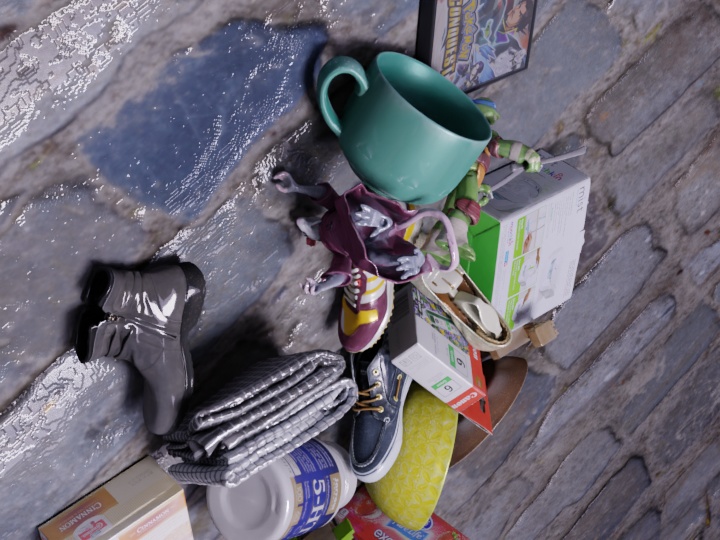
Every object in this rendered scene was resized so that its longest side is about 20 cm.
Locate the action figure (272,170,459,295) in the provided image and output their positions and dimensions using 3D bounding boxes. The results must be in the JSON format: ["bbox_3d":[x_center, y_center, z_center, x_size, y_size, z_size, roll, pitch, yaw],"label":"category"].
[{"bbox_3d":[-0.006,-0.051,1.454,0.147,0.200,0.136,-12,98,-23],"label":"action figure"}]

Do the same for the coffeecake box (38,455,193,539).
[{"bbox_3d":[-0.270,0.338,1.542,0.153,0.073,0.202,-31,138,-29],"label":"coffeecake box"}]

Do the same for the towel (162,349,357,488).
[{"bbox_3d":[-0.120,0.159,1.500,0.199,0.165,0.086,-29,98,-27],"label":"towel"}]

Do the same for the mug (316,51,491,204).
[{"bbox_3d":[0.038,-0.155,1.461,0.115,0.184,0.152,-54,174,26],"label":"mug"}]

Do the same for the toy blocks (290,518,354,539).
[{"bbox_3d":[-0.055,0.432,1.809,0.200,0.100,0.137,-42,127,3],"label":"toy blocks"}]

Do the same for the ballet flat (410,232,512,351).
[{"bbox_3d":[0.122,0.023,1.675,0.200,0.062,0.068,45,71,-21],"label":"ballet flat"}]

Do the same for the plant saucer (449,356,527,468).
[{"bbox_3d":[0.151,0.188,1.854,0.201,0.037,0.201,-48,-172,9],"label":"plant saucer"}]

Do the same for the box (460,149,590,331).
[{"bbox_3d":[0.205,-0.030,1.773,0.175,0.096,0.202,-27,135,-33],"label":"box"}]

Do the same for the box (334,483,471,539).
[{"bbox_3d":[0.068,0.384,1.850,0.095,0.199,0.100,-41,142,-24],"label":"box"}]

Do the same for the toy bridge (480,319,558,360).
[{"bbox_3d":[0.202,0.097,1.825,0.067,0.199,0.027,-28,91,-34],"label":"toy bridge"}]

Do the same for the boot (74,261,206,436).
[{"bbox_3d":[-0.240,0.084,1.397,0.131,0.069,0.202,-7,112,-42],"label":"boot"}]

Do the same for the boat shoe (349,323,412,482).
[{"bbox_3d":[0.013,0.158,1.690,0.091,0.070,0.202,45,52,-47],"label":"boat shoe"}]

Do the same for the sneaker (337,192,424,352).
[{"bbox_3d":[0.000,0.000,1.595,0.089,0.075,0.202,9,104,-44],"label":"sneaker"}]

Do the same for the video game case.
[{"bbox_3d":[0.139,-0.301,1.548,0.180,0.025,0.202,-26,134,-35],"label":"video game case"}]

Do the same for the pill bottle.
[{"bbox_3d":[-0.088,0.265,1.643,0.199,0.119,0.121,-1,120,-62],"label":"pill bottle"}]

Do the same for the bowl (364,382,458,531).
[{"bbox_3d":[0.048,0.232,1.772,0.106,0.201,0.202,16,111,-7],"label":"bowl"}]

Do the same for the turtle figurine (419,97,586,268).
[{"bbox_3d":[0.159,-0.092,1.575,0.200,0.143,0.196,36,71,-41],"label":"turtle figurine"}]

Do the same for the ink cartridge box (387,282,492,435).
[{"bbox_3d":[0.116,0.114,1.706,0.050,0.110,0.199,-35,125,26],"label":"ink cartridge box"}]
